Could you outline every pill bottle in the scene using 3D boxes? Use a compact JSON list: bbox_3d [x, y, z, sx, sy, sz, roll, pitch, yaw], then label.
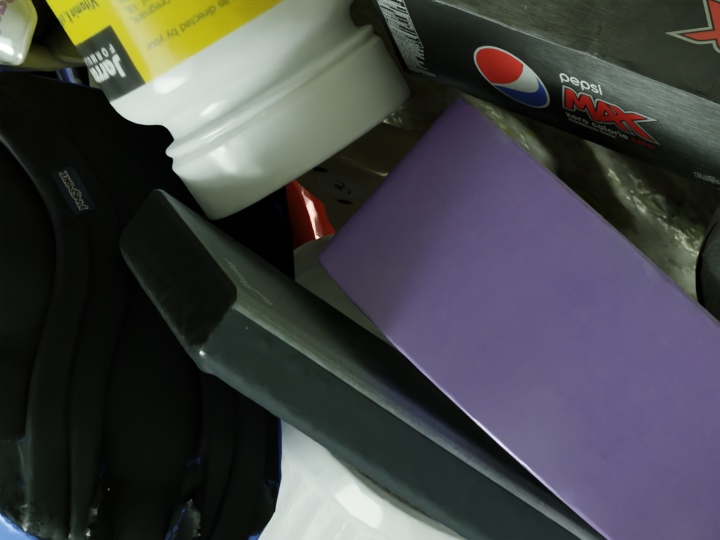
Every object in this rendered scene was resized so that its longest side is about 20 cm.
[{"bbox_3d":[-0.071,-0.128,0.947,0.200,0.114,0.114,58,155,-7],"label":"pill bottle"}]

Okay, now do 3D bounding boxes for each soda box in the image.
[{"bbox_3d":[0.102,-0.085,0.883,0.200,0.071,0.063,25,160,32],"label":"soda box"}]

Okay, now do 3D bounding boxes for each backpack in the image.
[{"bbox_3d":[-0.116,0.044,1.030,0.162,0.200,0.168,8,154,-28],"label":"backpack"}]

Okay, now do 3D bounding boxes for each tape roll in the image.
[{"bbox_3d":[0.084,0.030,0.936,0.200,0.085,0.200,41,-176,-3],"label":"tape roll"}]

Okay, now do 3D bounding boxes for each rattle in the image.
[{"bbox_3d":[0.000,0.000,1.080,0.200,0.143,0.130,23,173,-18],"label":"rattle"}]

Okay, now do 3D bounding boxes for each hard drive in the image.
[{"bbox_3d":[0.004,0.050,0.937,0.200,0.033,0.140,34,-175,-24],"label":"hard drive"}]

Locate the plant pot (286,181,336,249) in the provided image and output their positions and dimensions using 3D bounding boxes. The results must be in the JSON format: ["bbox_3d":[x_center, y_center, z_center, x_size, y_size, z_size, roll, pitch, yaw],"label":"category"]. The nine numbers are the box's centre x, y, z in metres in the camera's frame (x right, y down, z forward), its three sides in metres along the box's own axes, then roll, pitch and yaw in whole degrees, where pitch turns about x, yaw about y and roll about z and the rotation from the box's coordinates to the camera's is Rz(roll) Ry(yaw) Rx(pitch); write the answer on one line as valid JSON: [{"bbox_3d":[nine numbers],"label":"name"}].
[{"bbox_3d":[-0.119,0.001,1.262,0.201,0.201,0.195,51,162,-30],"label":"plant pot"}]

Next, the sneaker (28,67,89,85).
[{"bbox_3d":[-0.178,-0.094,1.209,0.115,0.081,0.199,6,-171,13],"label":"sneaker"}]

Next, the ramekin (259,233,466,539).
[{"bbox_3d":[0.023,0.088,1.141,0.200,0.200,0.105,36,125,5],"label":"ramekin"}]

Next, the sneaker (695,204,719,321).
[{"bbox_3d":[0.176,0.011,0.942,0.076,0.088,0.200,41,160,-12],"label":"sneaker"}]

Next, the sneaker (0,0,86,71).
[{"bbox_3d":[-0.126,-0.116,1.053,0.099,0.200,0.075,26,113,19],"label":"sneaker"}]
